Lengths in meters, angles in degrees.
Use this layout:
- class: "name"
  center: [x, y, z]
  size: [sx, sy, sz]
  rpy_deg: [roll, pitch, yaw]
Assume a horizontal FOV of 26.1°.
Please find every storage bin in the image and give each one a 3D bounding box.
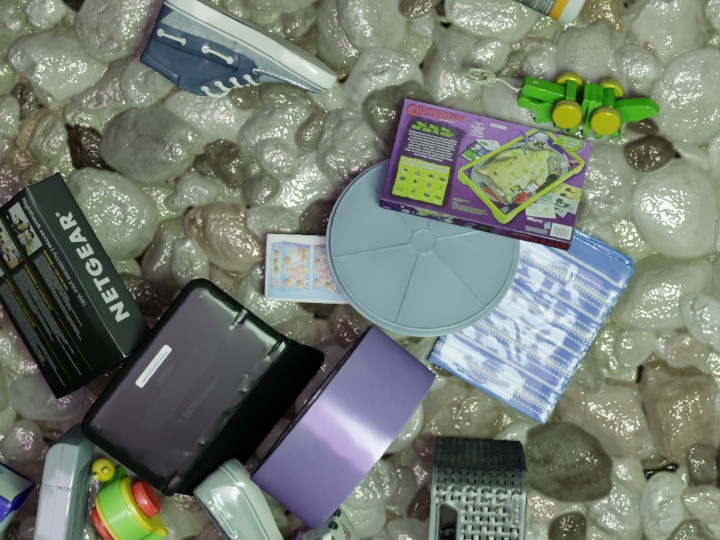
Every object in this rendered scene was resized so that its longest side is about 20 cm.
- class: "storage bin"
  center: [0.116, 0.249, 1.560]
  size: [0.094, 0.200, 0.135]
  rpy_deg: [3, 94, 3]

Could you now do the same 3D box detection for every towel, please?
- class: "towel"
  center: [0.180, 0.044, 1.631]
  size: [0.145, 0.024, 0.200]
  rpy_deg: [29, 96, 2]

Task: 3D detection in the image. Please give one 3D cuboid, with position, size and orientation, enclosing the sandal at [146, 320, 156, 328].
- class: "sandal"
  center: [-0.215, 0.075, 1.639]
  size: [0.054, 0.080, 0.200]
  rpy_deg: [-32, 88, -16]

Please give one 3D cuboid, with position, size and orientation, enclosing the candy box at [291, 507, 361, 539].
- class: "candy box"
  center: [0.002, 0.352, 1.608]
  size: [0.061, 0.136, 0.200]
  rpy_deg: [-31, 91, 4]

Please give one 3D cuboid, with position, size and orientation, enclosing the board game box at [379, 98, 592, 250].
- class: "board game box"
  center: [0.129, -0.099, 1.598]
  size: [0.200, 0.032, 0.120]
  rpy_deg: [14, 73, 3]

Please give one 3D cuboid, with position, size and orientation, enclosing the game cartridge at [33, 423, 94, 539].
- class: "game cartridge"
  center: [-0.312, 0.268, 1.623]
  size: [0.041, 0.133, 0.200]
  rpy_deg: [8, 94, 3]

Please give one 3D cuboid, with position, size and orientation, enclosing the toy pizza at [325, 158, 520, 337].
- class: "toy pizza"
  center: [0.064, -0.025, 1.601]
  size: [0.200, 0.032, 0.200]
  rpy_deg: [1, 71, -2]

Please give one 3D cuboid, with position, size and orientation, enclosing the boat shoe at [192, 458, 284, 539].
- class: "boat shoe"
  center: [-0.118, 0.292, 1.620]
  size: [0.071, 0.070, 0.201]
  rpy_deg: [-30, 113, -18]

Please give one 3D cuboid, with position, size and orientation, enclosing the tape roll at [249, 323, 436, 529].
- class: "tape roll"
  center: [-0.018, 0.156, 1.563]
  size: [0.085, 0.200, 0.200]
  rpy_deg: [38, 96, 0]

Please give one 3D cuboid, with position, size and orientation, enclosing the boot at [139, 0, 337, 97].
- class: "boot"
  center: [-0.127, -0.211, 1.613]
  size: [0.200, 0.073, 0.090]
  rpy_deg: [29, 103, 9]

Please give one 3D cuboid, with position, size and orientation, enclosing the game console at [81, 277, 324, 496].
- class: "game console"
  center: [-0.158, 0.124, 1.596]
  size: [0.176, 0.116, 0.200]
  rpy_deg: [37, 93, -9]

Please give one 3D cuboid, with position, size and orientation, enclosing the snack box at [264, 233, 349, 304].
- class: "snack box"
  center: [0.000, 0.000, 1.637]
  size: [0.200, 0.024, 0.072]
  rpy_deg: [2, 94, 3]

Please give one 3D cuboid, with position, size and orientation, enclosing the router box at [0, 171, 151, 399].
- class: "router box"
  center: [-0.312, 0.019, 1.603]
  size: [0.149, 0.051, 0.200]
  rpy_deg: [-29, 92, 46]

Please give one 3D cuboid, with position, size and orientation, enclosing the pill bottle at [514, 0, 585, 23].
- class: "pill bottle"
  center: [0.148, -0.339, 1.558]
  size: [0.200, 0.116, 0.116]
  rpy_deg: [27, 95, 2]

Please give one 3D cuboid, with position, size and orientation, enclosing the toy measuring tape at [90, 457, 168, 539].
- class: "toy measuring tape"
  center: [-0.230, 0.288, 1.651]
  size: [0.074, 0.074, 0.200]
  rpy_deg: [-31, 92, 5]

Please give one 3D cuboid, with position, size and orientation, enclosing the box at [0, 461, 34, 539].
- class: "box"
  center: [-0.481, 0.269, 1.647]
  size: [0.184, 0.105, 0.200]
  rpy_deg: [32, 95, 0]

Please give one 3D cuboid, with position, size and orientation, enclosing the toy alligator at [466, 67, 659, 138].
- class: "toy alligator"
  center: [0.204, -0.168, 1.601]
  size: [0.200, 0.059, 0.054]
  rpy_deg: [10, 135, 3]
